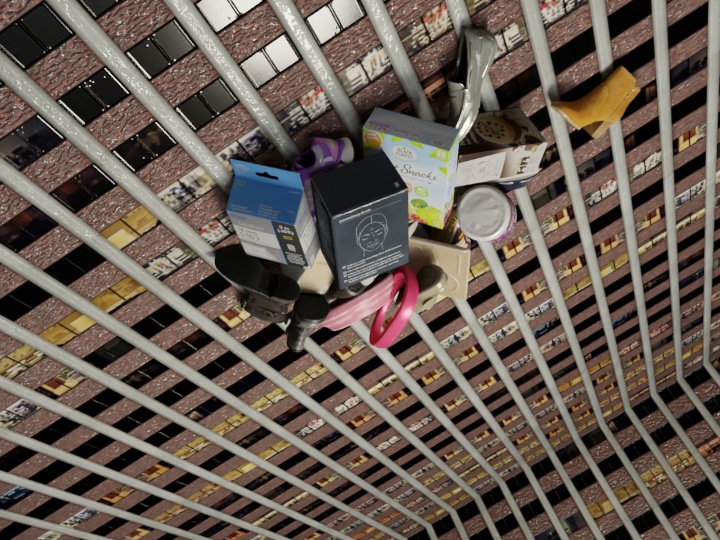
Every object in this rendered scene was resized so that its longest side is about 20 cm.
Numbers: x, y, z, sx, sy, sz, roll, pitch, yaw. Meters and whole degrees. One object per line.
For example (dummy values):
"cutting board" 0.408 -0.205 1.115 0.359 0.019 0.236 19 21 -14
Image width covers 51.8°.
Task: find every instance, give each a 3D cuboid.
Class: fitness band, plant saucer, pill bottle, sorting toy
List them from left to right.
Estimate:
"plant saucer" -0.008 0.073 1.622 0.198 0.051 0.201 -28 -176 2
"fitness band" 0.072 0.084 1.656 0.037 0.145 0.201 18 128 -18
"sorting toy" 0.154 -0.013 1.659 0.182 0.037 0.201 13 147 14
"pill bottle" 0.272 -0.117 1.571 0.112 0.113 0.200 -38 171 15

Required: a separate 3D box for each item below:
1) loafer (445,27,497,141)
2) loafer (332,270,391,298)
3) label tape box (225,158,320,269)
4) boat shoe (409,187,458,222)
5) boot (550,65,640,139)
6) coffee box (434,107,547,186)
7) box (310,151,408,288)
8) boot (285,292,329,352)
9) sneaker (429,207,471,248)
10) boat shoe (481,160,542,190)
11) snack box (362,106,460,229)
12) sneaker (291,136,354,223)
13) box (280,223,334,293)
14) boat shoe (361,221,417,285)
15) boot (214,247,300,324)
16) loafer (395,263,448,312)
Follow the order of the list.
"loafer" 0.181 -0.329 1.321 0.068 0.070 0.203 2 117 -23
"loafer" 0.000 0.000 1.581 0.071 0.074 0.199 -25 -175 40
"label tape box" -0.162 -0.097 1.332 0.142 0.064 0.201 13 148 19
"boat shoe" 0.101 -0.132 1.522 0.197 0.073 0.066 -15 177 -7
"boot" 0.480 -0.356 1.507 0.199 0.071 0.145 10 124 -45
"coffee box" 0.245 -0.241 1.444 0.196 0.114 0.081 -13 142 -21
"box" 0.002 -0.088 1.344 0.146 0.108 0.202 -20 143 -13
"boot" -0.115 0.114 1.543 0.069 0.200 0.134 18 105 -7
"sneaker" 0.209 -0.078 1.664 0.089 0.076 0.201 -20 151 -22
"boat shoe" 0.278 -0.200 1.556 0.196 0.076 0.093 -4 156 -13
"snack box" 0.091 -0.186 1.371 0.202 0.166 0.068 87 26 -50
"sneaker" -0.093 -0.166 1.354 0.087 0.081 0.201 12 127 -30
"box" -0.073 -0.050 1.500 0.094 0.078 0.201 4 134 -38
"boat shoe" 0.055 -0.047 1.542 0.200 0.070 0.070 -43 133 -26
"boot" -0.220 0.045 1.512 0.198 0.070 0.174 29 152 -9
"loafer" 0.146 0.044 1.649 0.067 0.077 0.200 24 157 -15
